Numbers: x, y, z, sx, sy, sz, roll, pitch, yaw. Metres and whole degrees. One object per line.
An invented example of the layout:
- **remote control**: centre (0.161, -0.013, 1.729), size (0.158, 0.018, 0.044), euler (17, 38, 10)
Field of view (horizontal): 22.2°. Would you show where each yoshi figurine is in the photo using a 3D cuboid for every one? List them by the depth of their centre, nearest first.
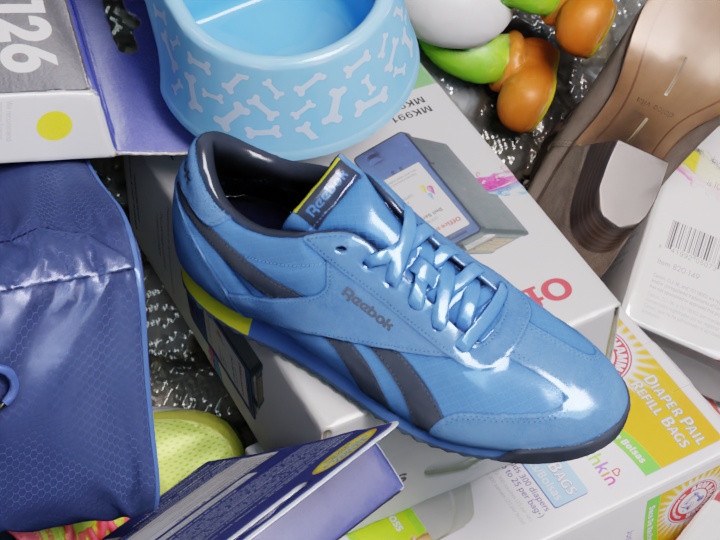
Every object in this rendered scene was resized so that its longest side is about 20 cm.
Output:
- **yoshi figurine**: centre (0.019, -0.143, 0.887), size (0.200, 0.112, 0.113), euler (29, 81, -10)

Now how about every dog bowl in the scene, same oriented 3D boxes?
- **dog bowl**: centre (-0.052, -0.136, 0.778), size (0.111, 0.050, 0.200), euler (-23, 58, -14)

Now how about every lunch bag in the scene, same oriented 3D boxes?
- **lunch bag**: centre (-0.165, 0.029, 0.748), size (0.132, 0.200, 0.136), euler (-8, 111, -17)

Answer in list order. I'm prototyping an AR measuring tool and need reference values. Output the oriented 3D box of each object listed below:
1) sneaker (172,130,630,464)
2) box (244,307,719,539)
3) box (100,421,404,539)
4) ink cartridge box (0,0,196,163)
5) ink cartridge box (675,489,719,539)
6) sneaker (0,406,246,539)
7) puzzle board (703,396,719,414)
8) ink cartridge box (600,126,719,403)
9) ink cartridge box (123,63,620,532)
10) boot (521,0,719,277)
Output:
- **sneaker**: centre (0.012, 0.007, 0.703), size (0.200, 0.079, 0.066), euler (26, 52, 18)
- **box**: centre (0.060, 0.110, 0.844), size (0.200, 0.101, 0.113), euler (-22, 52, -19)
- **box**: centre (-0.062, 0.109, 0.695), size (0.121, 0.200, 0.032), euler (-35, 95, -25)
- **ink cartridge box**: centre (-0.176, -0.120, 0.792), size (0.200, 0.047, 0.198), euler (-6, 43, -17)
- **ink cartridge box**: centre (0.217, 0.210, 0.837), size (0.084, 0.144, 0.200), euler (-48, 139, -19)
- **sneaker**: centre (-0.135, 0.117, 0.806), size (0.200, 0.090, 0.078), euler (-23, 90, -20)
- **puzzle board**: centre (0.232, 0.094, 0.971), size (0.151, 0.017, 0.200), euler (-36, 94, -19)
- **ink cartridge box**: centre (0.201, -0.037, 0.942), size (0.116, 0.067, 0.200), euler (23, 72, -7)
- **ink cartridge box**: centre (0.000, 0.000, 0.816), size (0.145, 0.088, 0.200), euler (-21, 54, -19)
- **boot**: centre (0.132, -0.078, 0.891), size (0.070, 0.146, 0.200), euler (35, 79, -6)
